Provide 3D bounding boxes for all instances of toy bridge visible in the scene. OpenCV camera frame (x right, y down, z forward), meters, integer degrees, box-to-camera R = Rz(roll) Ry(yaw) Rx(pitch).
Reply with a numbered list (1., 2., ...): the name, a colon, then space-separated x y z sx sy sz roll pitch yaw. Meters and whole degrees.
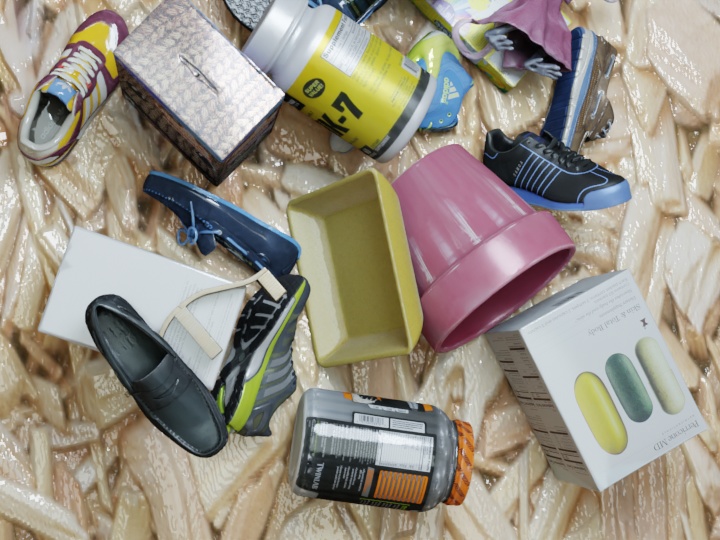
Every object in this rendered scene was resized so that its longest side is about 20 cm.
1. toy bridge: -0.173 0.065 1.258 0.200 0.027 0.067 -42 93 -6

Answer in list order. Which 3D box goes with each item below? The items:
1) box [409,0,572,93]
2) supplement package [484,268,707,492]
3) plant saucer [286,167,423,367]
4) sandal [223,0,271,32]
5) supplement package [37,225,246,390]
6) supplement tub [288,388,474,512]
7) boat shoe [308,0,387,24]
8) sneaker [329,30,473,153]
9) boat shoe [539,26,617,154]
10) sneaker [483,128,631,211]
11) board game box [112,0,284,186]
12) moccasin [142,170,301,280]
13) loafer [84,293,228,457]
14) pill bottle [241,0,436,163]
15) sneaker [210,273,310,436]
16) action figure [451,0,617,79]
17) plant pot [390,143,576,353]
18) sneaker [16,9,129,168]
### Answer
1. box: 0.146 -0.328 1.450 0.200 0.048 0.117 44 81 -6
2. supplement package: 0.269 0.125 1.381 0.151 0.151 0.202 -27 90 -10
3. plant saucer: 0.000 0.000 1.343 0.048 0.199 0.203 -10 87 -34
4. sandal: -0.095 -0.293 1.413 0.200 0.048 0.076 40 74 -17
5. supplement package: -0.240 0.042 1.325 0.198 0.120 0.123 20 85 -7
6. supplement tub: 0.023 0.207 1.352 0.197 0.123 0.124 9 84 -8
7. boat shoe: -0.036 -0.307 1.375 0.200 0.068 0.084 -44 105 -20
8. sneaker: 0.058 -0.189 1.411 0.105 0.076 0.200 45 80 -4
9. boat shoe: 0.271 -0.190 1.446 0.072 0.072 0.203 15 89 -18
10. sneaker: 0.221 -0.119 1.373 0.070 0.198 0.079 -27 117 -42
11. board game box: -0.179 -0.194 1.311 0.159 0.200 0.097 44 81 -3
12. moccasin: -0.164 -0.046 1.365 0.198 0.080 0.069 28 87 -5
13. loafer: -0.209 0.110 1.204 0.068 0.070 0.201 -39 93 -5
14. pill bottle: -0.026 -0.215 1.296 0.199 0.114 0.115 32 82 -13
15. sneaker: -0.105 0.100 1.367 0.081 0.074 0.202 26 89 -40
16. action figure: 0.215 -0.326 1.407 0.147 0.134 0.202 4 67 33
17. plant pot: 0.116 -0.036 1.360 0.199 0.200 0.180 -33 76 -10
18. sneaker: -0.322 -0.210 1.346 0.074 0.090 0.202 26 83 -6
